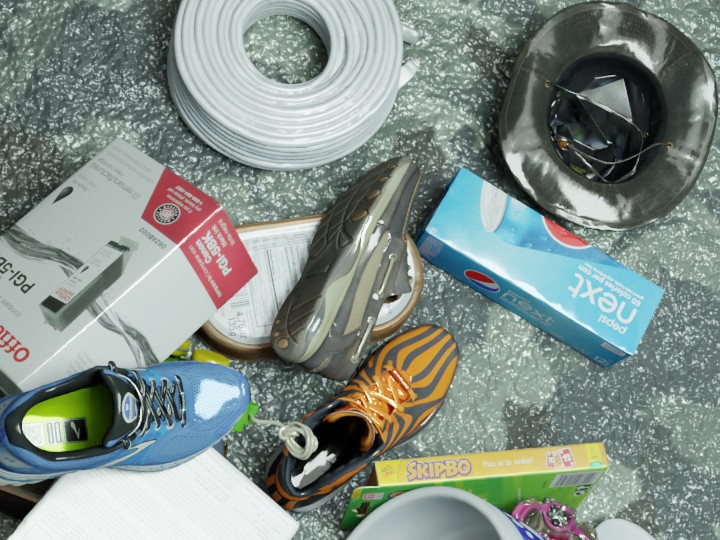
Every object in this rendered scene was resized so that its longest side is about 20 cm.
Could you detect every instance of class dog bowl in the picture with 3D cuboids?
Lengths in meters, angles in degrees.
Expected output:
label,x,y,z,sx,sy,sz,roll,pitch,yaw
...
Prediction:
label,x,y,z,sx,sy,sz,roll,pitch,yaw
dog bowl,0.058,0.263,0.994,0.079,0.200,0.200,32,68,-38

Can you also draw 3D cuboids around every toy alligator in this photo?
label,x,y,z,sx,sy,sz,roll,pitch,yaw
toy alligator,-0.123,0.094,1.035,0.200,0.054,0.059,23,98,32

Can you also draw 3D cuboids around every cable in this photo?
label,x,y,z,sx,sy,sz,roll,pitch,yaw
cable,-0.062,-0.183,1.158,0.200,0.069,0.200,33,73,0

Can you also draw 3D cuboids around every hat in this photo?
label,x,y,z,sx,sy,sz,roll,pitch,yaw
hat,0.208,-0.125,1.188,0.200,0.081,0.201,0,80,-3

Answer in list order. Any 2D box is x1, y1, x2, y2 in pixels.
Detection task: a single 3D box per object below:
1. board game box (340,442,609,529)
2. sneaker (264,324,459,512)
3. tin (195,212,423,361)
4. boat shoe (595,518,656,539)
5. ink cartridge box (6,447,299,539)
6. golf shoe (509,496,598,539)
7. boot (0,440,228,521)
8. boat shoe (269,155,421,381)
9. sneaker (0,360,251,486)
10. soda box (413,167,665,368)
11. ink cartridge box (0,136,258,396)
label,x,y,z,sx,sy,sz,roll,pitch,yaw
board game box,0.086,0.171,1.078,0.200,0.096,0.030,-5,61,-12
sneaker,0.012,0.113,1.072,0.078,0.112,0.200,44,73,3
tin,-0.045,0.012,1.129,0.200,0.042,0.112,-9,82,-12
boat shoe,0.260,0.283,1.096,0.072,0.068,0.200,-50,62,20
ink cartridge box,-0.164,0.208,0.982,0.161,0.050,0.200,42,64,-6
golf shoe,0.189,0.262,1.067,0.200,0.092,0.073,40,53,15
boot,-0.195,0.155,1.053,0.200,0.075,0.097,20,63,-15
boat shoe,0.000,0.000,1.093,0.073,0.074,0.200,40,66,-25
sneaker,-0.159,0.102,0.937,0.200,0.089,0.079,-11,83,-33
soda box,0.147,-0.001,1.151,0.200,0.064,0.068,31,73,-2
ink cartridge box,-0.203,0.012,1.042,0.200,0.083,0.147,-44,50,-17
